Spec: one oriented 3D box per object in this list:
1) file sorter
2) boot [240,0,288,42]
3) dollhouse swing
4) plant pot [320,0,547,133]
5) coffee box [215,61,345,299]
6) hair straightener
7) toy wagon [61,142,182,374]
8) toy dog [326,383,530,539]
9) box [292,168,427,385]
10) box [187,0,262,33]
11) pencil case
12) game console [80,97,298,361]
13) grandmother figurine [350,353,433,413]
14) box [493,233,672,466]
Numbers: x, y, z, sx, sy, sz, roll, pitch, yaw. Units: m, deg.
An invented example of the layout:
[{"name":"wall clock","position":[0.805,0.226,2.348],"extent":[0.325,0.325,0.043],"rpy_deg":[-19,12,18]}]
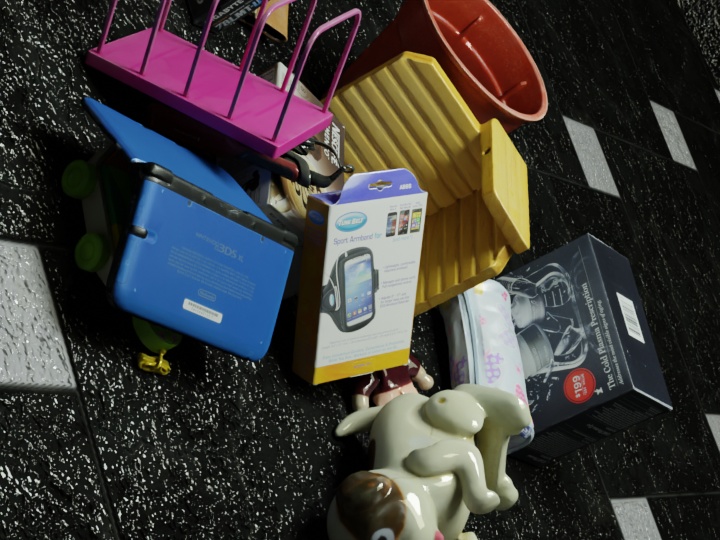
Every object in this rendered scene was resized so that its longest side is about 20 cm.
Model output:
[{"name":"file sorter","position":[-0.118,-0.214,1.537],"extent":[0.199,0.126,0.139],"rpy_deg":[27,25,11]},{"name":"boot","position":[-0.076,-0.345,1.865],"extent":[0.188,0.068,0.201],"rpy_deg":[30,53,-46]},{"name":"dollhouse swing","position":[0.043,-0.086,1.734],"extent":[0.176,0.199,0.183],"rpy_deg":[45,31,-33]},{"name":"plant pot","position":[0.069,-0.191,1.866],"extent":[0.200,0.195,0.202],"rpy_deg":[36,32,-27]},{"name":"coffee box","position":[-0.078,-0.089,1.652],"extent":[0.113,0.079,0.201],"rpy_deg":[43,33,-35]},{"name":"hair straightener","position":[-0.095,-0.132,1.570],"extent":[0.199,0.041,0.077],"rpy_deg":[20,48,7]},{"name":"toy wagon","position":[-0.179,-0.010,1.440],"extent":[0.155,0.039,0.201],"rpy_deg":[22,47,-53]},{"name":"toy dog","position":[0.045,0.193,1.539],"extent":[0.193,0.140,0.200],"rpy_deg":[26,38,14]},{"name":"box","position":[0.000,0.000,1.589],"extent":[0.118,0.041,0.202],"rpy_deg":[-9,112,-38]},{"name":"box","position":[-0.109,-0.377,1.731],"extent":[0.050,0.198,0.201],"rpy_deg":[19,50,-56]},{"name":"pencil case","position":[0.135,0.106,1.859],"extent":[0.091,0.083,0.201],"rpy_deg":[39,35,-41]},{"name":"game console","position":[-0.159,-0.033,1.436],"extent":[0.200,0.118,0.172],"rpy_deg":[26,75,-50]},{"name":"grandmother figurine","position":[0.033,0.118,1.689],"extent":[0.121,0.060,0.201],"rpy_deg":[-18,83,-59]},{"name":"box","position":[0.232,0.094,1.937],"extent":[0.104,0.181,0.201],"rpy_deg":[26,44,-50]}]
